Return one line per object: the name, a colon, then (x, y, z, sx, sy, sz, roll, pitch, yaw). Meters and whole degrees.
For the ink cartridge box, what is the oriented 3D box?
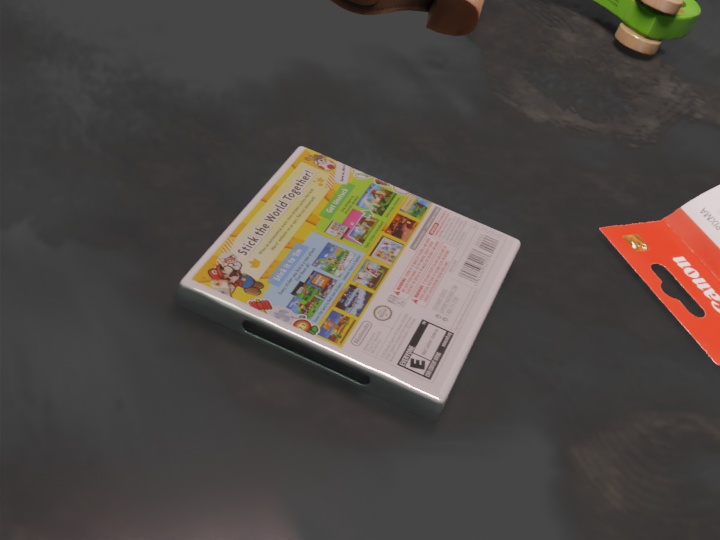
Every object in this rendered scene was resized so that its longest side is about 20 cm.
ink cartridge box: (0.313, -0.007, 0.938, 0.200, 0.057, 0.163, -2, 41, -32)

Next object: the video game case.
video game case: (0.000, 0.000, 0.820, 0.182, 0.023, 0.200, 24, 38, 8)

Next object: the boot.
boot: (0.034, -0.313, 1.181, 0.200, 0.077, 0.155, 16, 38, -7)

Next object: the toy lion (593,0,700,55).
toy lion: (0.286, -0.315, 1.313, 0.200, 0.069, 0.192, 40, 34, 26)
